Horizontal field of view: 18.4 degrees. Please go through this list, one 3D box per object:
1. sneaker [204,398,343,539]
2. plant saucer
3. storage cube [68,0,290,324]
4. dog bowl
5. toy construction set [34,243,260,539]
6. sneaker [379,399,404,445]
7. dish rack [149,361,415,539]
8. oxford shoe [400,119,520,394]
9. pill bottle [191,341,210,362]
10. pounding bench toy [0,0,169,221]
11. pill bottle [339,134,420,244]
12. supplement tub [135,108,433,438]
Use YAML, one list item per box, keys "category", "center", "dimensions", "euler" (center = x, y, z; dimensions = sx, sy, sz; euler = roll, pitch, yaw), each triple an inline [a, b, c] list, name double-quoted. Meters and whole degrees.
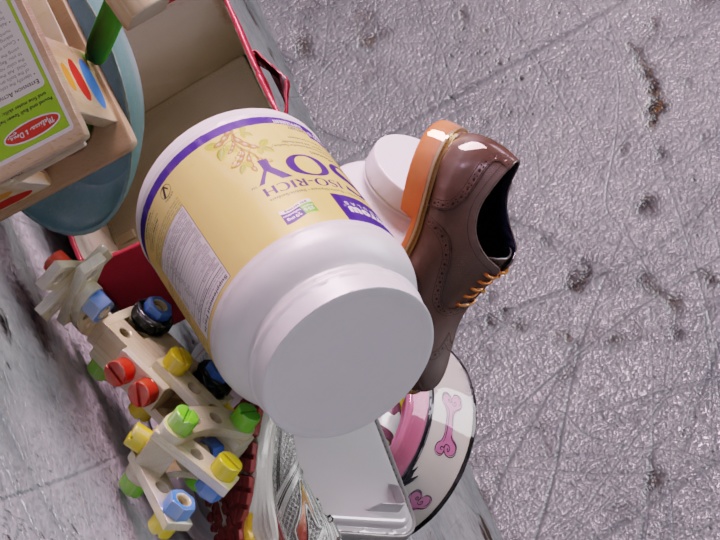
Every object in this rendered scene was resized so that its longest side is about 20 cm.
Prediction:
- category: "sneaker"
  center: [-0.057, 0.175, 1.519]
  dimensions: [0.078, 0.082, 0.201]
  euler: [-30, -121, 56]
- category: "plant saucer"
  center: [-0.198, -0.122, 1.434]
  dimensions: [0.200, 0.036, 0.201]
  euler: [27, -52, 40]
- category: "storage cube"
  center: [-0.135, -0.080, 1.675]
  dimensions: [0.180, 0.199, 0.171]
  euler: [65, 0, -69]
- category: "dog bowl"
  center: [0.004, 0.141, 1.976]
  dimensions: [0.074, 0.200, 0.201]
  euler: [30, 28, -42]
- category: "toy construction set"
  center: [-0.145, 0.074, 1.471]
  dimensions: [0.200, 0.092, 0.131]
  euler: [57, 30, 5]
- category: "sneaker"
  center: [-0.040, 0.143, 1.877]
  dimensions: [0.075, 0.200, 0.090]
  euler: [30, 58, -21]
- category: "dish rack"
  center: [-0.052, 0.135, 1.636]
  dimensions: [0.199, 0.044, 0.172]
  euler: [8, 45, -33]
- category: "oxford shoe"
  center: [0.063, 0.002, 1.513]
  dimensions: [0.071, 0.073, 0.201]
  euler: [-32, 137, -51]
- category: "pill bottle"
  center: [-0.058, 0.141, 1.758]
  dimensions: [0.114, 0.114, 0.200]
  euler: [55, 10, -55]
- category: "pounding bench toy"
  center: [-0.191, -0.118, 1.302]
  dimensions: [0.125, 0.199, 0.156]
  euler: [63, 7, 3]
- category: "pill bottle"
  center: [0.000, 0.000, 1.624]
  dimensions: [0.112, 0.200, 0.113]
  euler: [22, 34, -16]
- category: "supplement tub"
  center: [-0.051, 0.001, 1.474]
  dimensions: [0.200, 0.145, 0.146]
  euler: [53, -3, 43]
